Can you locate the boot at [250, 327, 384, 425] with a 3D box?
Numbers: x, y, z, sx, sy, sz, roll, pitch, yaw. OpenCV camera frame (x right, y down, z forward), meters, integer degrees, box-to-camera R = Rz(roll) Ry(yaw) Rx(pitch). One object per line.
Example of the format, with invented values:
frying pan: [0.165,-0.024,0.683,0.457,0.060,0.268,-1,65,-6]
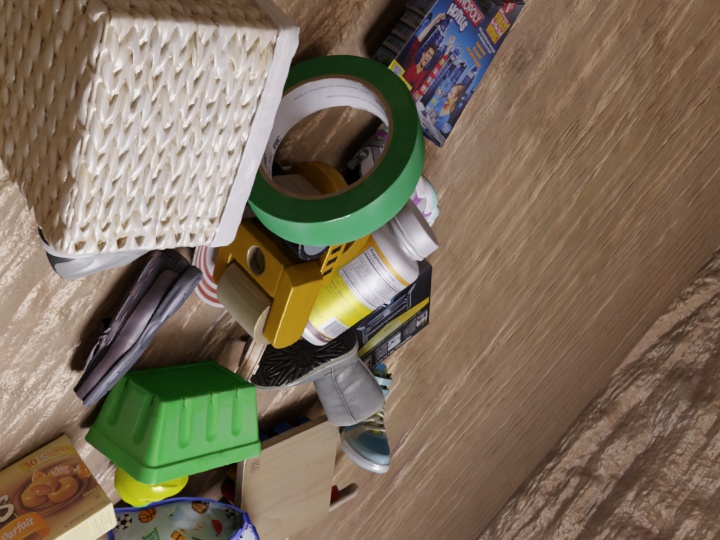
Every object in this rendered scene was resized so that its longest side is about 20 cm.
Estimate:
boot: [-0.061,0.171,1.269,0.177,0.074,0.201,-14,149,0]

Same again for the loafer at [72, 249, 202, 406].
loafer: [-0.256,0.058,0.943,0.201,0.063,0.072,-49,-179,7]

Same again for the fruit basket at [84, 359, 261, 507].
fruit basket: [-0.240,0.226,1.075,0.214,0.153,0.220,-29,130,-42]

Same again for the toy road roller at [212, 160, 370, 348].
toy road roller: [-0.068,-0.026,0.972,0.144,0.123,0.203,-11,134,-47]

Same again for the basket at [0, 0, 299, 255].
basket: [-0.181,-0.144,0.656,0.159,0.198,0.203,-10,134,-42]

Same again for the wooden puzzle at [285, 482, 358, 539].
wooden puzzle: [-0.118,0.452,1.546,0.198,0.047,0.185,-23,166,-46]

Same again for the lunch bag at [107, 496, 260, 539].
lunch bag: [-0.242,0.403,1.216,0.195,0.126,0.171,-11,146,-4]

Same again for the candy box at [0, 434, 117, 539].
candy box: [-0.388,0.287,0.952,0.198,0.115,0.056,-30,146,-30]

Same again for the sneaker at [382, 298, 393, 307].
sneaker: [0.000,0.000,1.177,0.065,0.080,0.200,-22,156,17]

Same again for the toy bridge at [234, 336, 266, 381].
toy bridge: [-0.146,0.114,1.138,0.203,0.027,0.067,-61,-170,20]

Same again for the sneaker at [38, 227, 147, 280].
sneaker: [-0.220,-0.052,0.846,0.197,0.074,0.080,-24,152,-28]

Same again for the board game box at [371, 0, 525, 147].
board game box: [0.103,-0.278,1.025,0.201,0.061,0.199,-53,151,5]

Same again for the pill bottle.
pill bottle: [-0.003,-0.005,1.054,0.198,0.111,0.109,-35,153,12]

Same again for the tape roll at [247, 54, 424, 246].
tape roll: [-0.033,-0.125,0.872,0.200,0.200,0.048,-43,151,-10]

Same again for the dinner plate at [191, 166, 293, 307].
dinner plate: [-0.124,-0.042,1.026,0.198,0.024,0.203,-34,147,-26]

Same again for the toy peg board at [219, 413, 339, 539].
toy peg board: [-0.145,0.330,1.388,0.198,0.097,0.204,-17,123,-43]

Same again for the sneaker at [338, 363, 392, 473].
sneaker: [0.017,0.227,1.397,0.078,0.200,0.133,16,108,-25]

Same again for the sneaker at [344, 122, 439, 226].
sneaker: [0.025,-0.096,1.127,0.139,0.078,0.202,-40,140,-12]

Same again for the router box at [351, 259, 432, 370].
router box: [0.026,0.080,1.345,0.198,0.052,0.159,-36,149,-23]

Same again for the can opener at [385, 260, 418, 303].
can opener: [0.064,-0.021,1.190,0.201,0.065,0.054,-60,136,-59]
